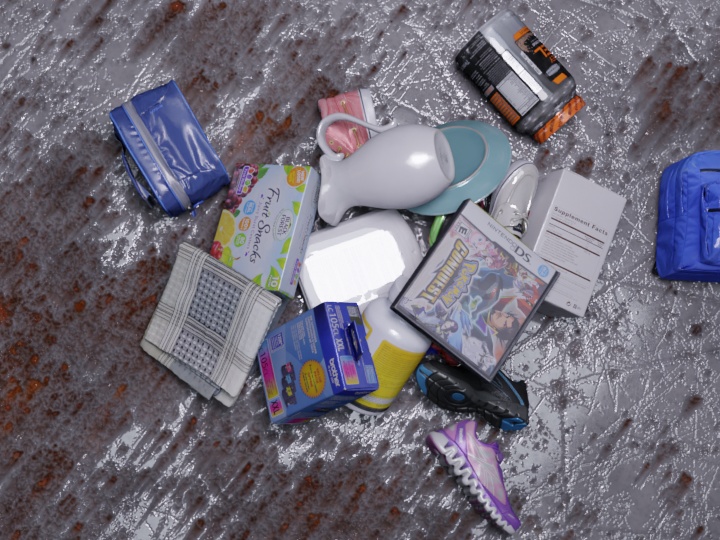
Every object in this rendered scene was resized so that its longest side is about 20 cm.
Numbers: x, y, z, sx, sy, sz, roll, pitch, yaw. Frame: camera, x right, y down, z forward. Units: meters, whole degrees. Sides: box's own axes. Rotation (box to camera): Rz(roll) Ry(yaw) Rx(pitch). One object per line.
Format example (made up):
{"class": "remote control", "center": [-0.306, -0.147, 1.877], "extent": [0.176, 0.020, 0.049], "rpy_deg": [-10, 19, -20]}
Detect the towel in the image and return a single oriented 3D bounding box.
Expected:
{"class": "towel", "center": [-0.232, 0.083, 1.428], "extent": [0.192, 0.035, 0.200], "rpy_deg": [31, 108, 18]}

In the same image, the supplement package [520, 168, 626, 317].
{"class": "supplement package", "center": [0.307, -0.040, 1.490], "extent": [0.120, 0.121, 0.200], "rpy_deg": [24, 82, -13]}

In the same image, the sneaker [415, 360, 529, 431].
{"class": "sneaker", "center": [0.174, 0.180, 1.480], "extent": [0.200, 0.073, 0.082], "rpy_deg": [27, 51, -18]}

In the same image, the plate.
{"class": "plate", "center": [0.136, -0.169, 1.487], "extent": [0.200, 0.026, 0.200], "rpy_deg": [-14, 49, 16]}

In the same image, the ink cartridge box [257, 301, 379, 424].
{"class": "ink cartridge box", "center": [-0.056, 0.131, 1.391], "extent": [0.076, 0.200, 0.137], "rpy_deg": [6, 63, -47]}

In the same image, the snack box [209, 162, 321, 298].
{"class": "snack box", "center": [-0.148, -0.063, 1.462], "extent": [0.142, 0.053, 0.200], "rpy_deg": [6, 74, 26]}

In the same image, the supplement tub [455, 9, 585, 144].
{"class": "supplement tub", "center": [0.258, -0.307, 1.525], "extent": [0.123, 0.123, 0.200], "rpy_deg": [-42, 89, -7]}

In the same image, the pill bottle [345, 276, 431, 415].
{"class": "pill bottle", "center": [0.039, 0.112, 1.429], "extent": [0.112, 0.112, 0.200], "rpy_deg": [32, 114, 0]}

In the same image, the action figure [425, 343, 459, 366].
{"class": "action figure", "center": [0.117, 0.085, 1.469], "extent": [0.099, 0.065, 0.200], "rpy_deg": [-15, 113, -31]}

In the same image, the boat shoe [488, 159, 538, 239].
{"class": "boat shoe", "center": [0.228, -0.071, 1.458], "extent": [0.071, 0.070, 0.200], "rpy_deg": [23, 96, -31]}

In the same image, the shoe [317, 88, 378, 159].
{"class": "shoe", "center": [-0.011, -0.189, 1.522], "extent": [0.091, 0.071, 0.200], "rpy_deg": [-12, 82, -1]}

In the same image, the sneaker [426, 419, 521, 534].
{"class": "sneaker", "center": [0.193, 0.313, 1.477], "extent": [0.088, 0.080, 0.200], "rpy_deg": [-35, 86, -15]}

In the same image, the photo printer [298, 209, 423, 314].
{"class": "photo printer", "center": [0.000, 0.000, 1.498], "extent": [0.200, 0.069, 0.167], "rpy_deg": [-21, 86, -6]}

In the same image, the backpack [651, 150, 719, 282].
{"class": "backpack", "center": [0.569, -0.091, 1.503], "extent": [0.162, 0.168, 0.200], "rpy_deg": [5, 79, -10]}

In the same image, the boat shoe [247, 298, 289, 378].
{"class": "boat shoe", "center": [-0.172, 0.083, 1.487], "extent": [0.067, 0.074, 0.200], "rpy_deg": [26, 82, 27]}

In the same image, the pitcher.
{"class": "pitcher", "center": [0.029, -0.170, 1.425], "extent": [0.200, 0.121, 0.172], "rpy_deg": [-13, 84, 24]}

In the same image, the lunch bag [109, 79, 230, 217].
{"class": "lunch bag", "center": [-0.296, -0.174, 1.464], "extent": [0.132, 0.136, 0.200], "rpy_deg": [-30, 88, -6]}

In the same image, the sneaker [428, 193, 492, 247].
{"class": "sneaker", "center": [0.184, -0.101, 1.499], "extent": [0.084, 0.077, 0.200], "rpy_deg": [42, 69, 13]}

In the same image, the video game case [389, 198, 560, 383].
{"class": "video game case", "center": [0.168, 0.028, 1.368], "extent": [0.181, 0.026, 0.200], "rpy_deg": [38, 75, -10]}
